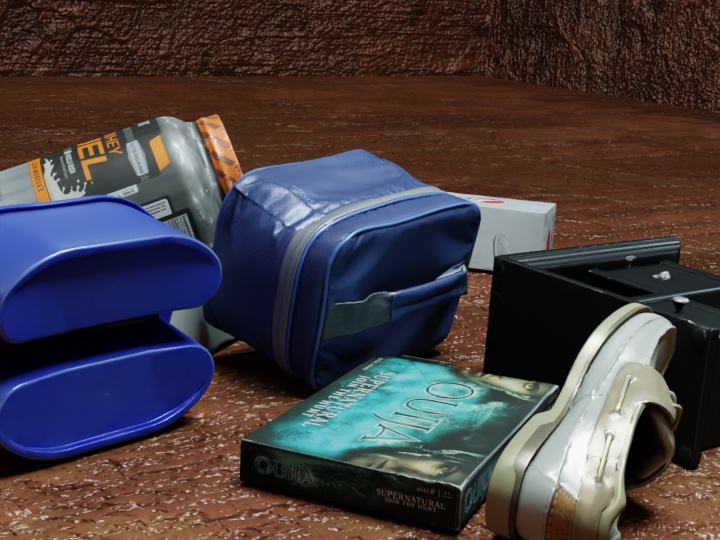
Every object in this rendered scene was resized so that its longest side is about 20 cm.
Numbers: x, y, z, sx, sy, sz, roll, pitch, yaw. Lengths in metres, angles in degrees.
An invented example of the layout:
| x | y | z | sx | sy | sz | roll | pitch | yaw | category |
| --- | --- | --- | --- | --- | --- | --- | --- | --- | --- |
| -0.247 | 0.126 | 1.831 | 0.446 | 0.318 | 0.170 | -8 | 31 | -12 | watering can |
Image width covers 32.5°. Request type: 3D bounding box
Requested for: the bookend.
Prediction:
| x | y | z | sx | sy | sz | roll | pitch | yaw | category |
| --- | --- | --- | --- | --- | --- | --- | --- | --- | --- |
| 0.228 | 0.047 | 0.885 | 0.198 | 0.092 | 0.200 | -6 | 17 | -35 | bookend |

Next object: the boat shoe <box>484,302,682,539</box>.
| x | y | z | sx | sy | sz | roll | pitch | yaw | category |
| --- | --- | --- | --- | --- | --- | --- | --- | --- | --- |
| 0.144 | 0.090 | 0.696 | 0.068 | 0.075 | 0.200 | 15 | 39 | 29 | boat shoe |

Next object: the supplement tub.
| x | y | z | sx | sy | sz | roll | pitch | yaw | category |
| --- | --- | --- | --- | --- | --- | --- | --- | --- | --- |
| -0.193 | -0.048 | 0.995 | 0.200 | 0.123 | 0.123 | -21 | 18 | -8 | supplement tub |

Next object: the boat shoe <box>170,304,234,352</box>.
| x | y | z | sx | sy | sz | roll | pitch | yaw | category |
| --- | --- | --- | --- | --- | --- | --- | --- | --- | --- |
| -0.138 | 0.029 | 0.937 | 0.064 | 0.071 | 0.200 | 9 | 7 | 21 | boat shoe |

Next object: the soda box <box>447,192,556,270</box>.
| x | y | z | sx | sy | sz | roll | pitch | yaw | category |
| --- | --- | --- | --- | --- | --- | --- | --- | --- | --- |
| 0.096 | -0.042 | 1.272 | 0.199 | 0.068 | 0.063 | 8 | 13 | 17 | soda box |

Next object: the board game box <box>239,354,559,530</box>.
| x | y | z | sx | sy | sz | roll | pitch | yaw | category |
| --- | --- | --- | --- | --- | --- | --- | --- | --- | --- |
| 0.032 | 0.098 | 0.764 | 0.135 | 0.028 | 0.200 | 8 | 14 | 22 | board game box |

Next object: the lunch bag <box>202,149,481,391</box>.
| x | y | z | sx | sy | sz | roll | pitch | yaw | category |
| --- | --- | --- | --- | --- | --- | --- | --- | --- | --- |
| 0.000 | 0.000 | 0.917 | 0.132 | 0.136 | 0.200 | 31 | 32 | 33 | lunch bag |

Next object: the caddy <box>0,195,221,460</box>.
| x | y | z | sx | sy | sz | roll | pitch | yaw | category |
| --- | --- | --- | --- | --- | --- | --- | --- | --- | --- |
| -0.180 | 0.031 | 0.756 | 0.105 | 0.142 | 0.200 | 22 | 22 | 39 | caddy |
